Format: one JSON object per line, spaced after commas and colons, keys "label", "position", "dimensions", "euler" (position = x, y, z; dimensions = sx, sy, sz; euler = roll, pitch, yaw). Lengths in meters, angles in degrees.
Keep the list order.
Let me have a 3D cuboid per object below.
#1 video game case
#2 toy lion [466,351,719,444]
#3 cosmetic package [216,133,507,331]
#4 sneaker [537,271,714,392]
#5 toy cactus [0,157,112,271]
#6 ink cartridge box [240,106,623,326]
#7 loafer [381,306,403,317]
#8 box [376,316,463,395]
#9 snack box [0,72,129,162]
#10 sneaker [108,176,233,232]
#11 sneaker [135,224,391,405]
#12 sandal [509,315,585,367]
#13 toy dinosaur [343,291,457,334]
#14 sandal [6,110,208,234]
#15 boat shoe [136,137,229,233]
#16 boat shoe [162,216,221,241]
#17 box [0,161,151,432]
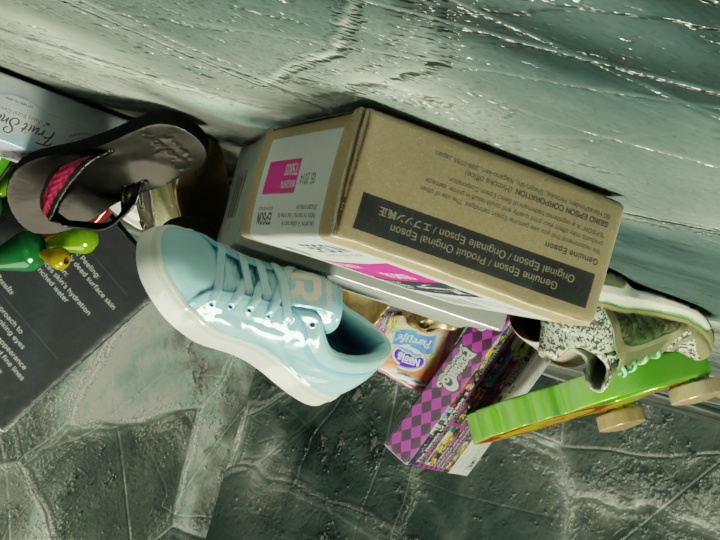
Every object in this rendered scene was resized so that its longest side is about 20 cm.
{"label": "video game case", "position": [0.121, 0.104, 1.455], "dimensions": [0.036, 0.201, 0.181], "euler": [37, -174, 24]}
{"label": "toy lion", "position": [0.198, 0.116, 1.379], "dimensions": [0.189, 0.070, 0.200], "euler": [-10, 168, -27]}
{"label": "cosmetic package", "position": [0.007, -0.023, 1.061], "dimensions": [0.197, 0.082, 0.113], "euler": [17, 176, -13]}
{"label": "sneaker", "position": [0.204, 0.056, 1.219], "dimensions": [0.198, 0.090, 0.077], "euler": [20, 175, -35]}
{"label": "toy cactus", "position": [-0.318, -0.030, 1.269], "dimensions": [0.198, 0.167, 0.102], "euler": [18, -171, -23]}
{"label": "ink cartridge box", "position": [0.034, -0.030, 0.894], "dimensions": [0.163, 0.076, 0.200], "euler": [17, 177, -18]}
{"label": "loafer", "position": [0.014, 0.007, 1.303], "dimensions": [0.063, 0.073, 0.199], "euler": [28, 159, -37]}
{"label": "box", "position": [0.021, 0.042, 1.485], "dimensions": [0.094, 0.103, 0.200], "euler": [32, 177, -17]}
{"label": "snack box", "position": [-0.284, -0.120, 1.154], "dimensions": [0.198, 0.054, 0.142], "euler": [19, 177, -32]}
{"label": "sneaker", "position": [-0.126, -0.068, 1.251], "dimensions": [0.199, 0.076, 0.115], "euler": [32, 144, -9]}
{"label": "sneaker", "position": [-0.056, 0.016, 0.988], "dimensions": [0.081, 0.075, 0.199], "euler": [-28, 139, 28]}
{"label": "sandal", "position": [0.202, 0.057, 1.357], "dimensions": [0.079, 0.060, 0.205], "euler": [-13, 159, 42]}
{"label": "toy dinosaur", "position": [0.000, 0.000, 1.225], "dimensions": [0.058, 0.102, 0.199], "euler": [22, 172, -42]}
{"label": "sandal", "position": [-0.190, -0.060, 1.091], "dimensions": [0.198, 0.046, 0.075], "euler": [-19, 141, 39]}
{"label": "boat shoe", "position": [-0.138, -0.039, 1.185], "dimensions": [0.064, 0.073, 0.201], "euler": [34, 145, 24]}
{"label": "boat shoe", "position": [-0.095, 0.010, 1.157], "dimensions": [0.072, 0.066, 0.200], "euler": [48, -163, 25]}
{"label": "box", "position": [-0.308, 0.003, 1.369], "dimensions": [0.197, 0.200, 0.117], "euler": [49, 173, -6]}
